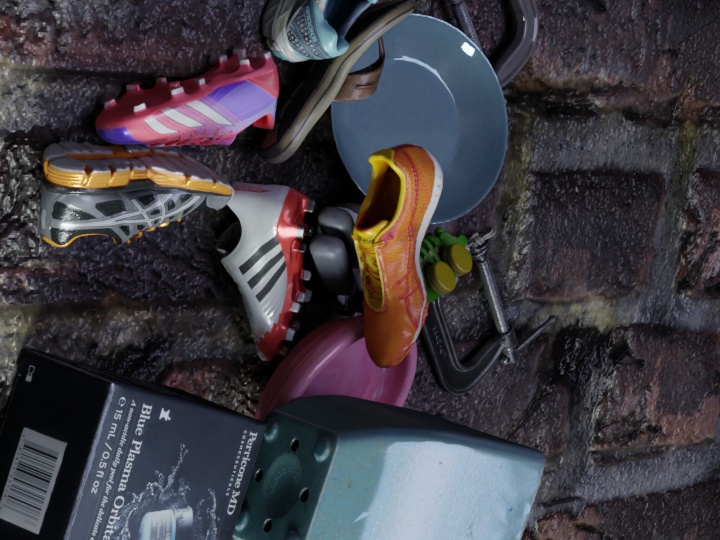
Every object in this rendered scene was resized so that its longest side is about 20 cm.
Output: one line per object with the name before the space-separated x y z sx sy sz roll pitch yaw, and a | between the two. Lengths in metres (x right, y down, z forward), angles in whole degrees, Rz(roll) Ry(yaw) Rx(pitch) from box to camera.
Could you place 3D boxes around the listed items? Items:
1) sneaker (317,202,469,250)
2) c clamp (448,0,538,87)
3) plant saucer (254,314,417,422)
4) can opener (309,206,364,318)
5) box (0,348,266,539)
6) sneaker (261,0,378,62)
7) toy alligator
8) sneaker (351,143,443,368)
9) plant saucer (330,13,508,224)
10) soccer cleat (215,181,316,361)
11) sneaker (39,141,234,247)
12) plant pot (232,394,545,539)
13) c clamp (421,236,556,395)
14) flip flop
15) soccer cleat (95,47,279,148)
sneaker | 0.026 -0.051 1.820 0.199 0.077 0.083 13 64 -51
c clamp | 0.125 -0.244 1.881 0.171 0.027 0.201 -45 132 -31
plant saucer | -0.031 0.122 1.766 0.200 0.051 0.202 -36 145 -30
can opener | 0.000 0.000 1.732 0.200 0.066 0.054 72 33 -70
box | -0.205 0.189 1.569 0.199 0.117 0.198 21 85 -51
sneaker | -0.008 -0.274 1.681 0.077 0.086 0.201 32 77 -49
toy alligator | 0.071 -0.013 1.768 0.054 0.059 0.200 54 36 -8
sneaker | 0.019 -0.013 1.662 0.077 0.073 0.202 -4 103 -41
plant saucer | 0.050 -0.142 1.793 0.200 0.039 0.203 4 82 -30
soccer cleat | -0.089 0.000 1.690 0.201 0.084 0.069 97 12 -45
sneaker | -0.189 -0.061 1.553 0.199 0.078 0.078 0 115 -46
plant pot | 0.004 0.209 1.642 0.199 0.195 0.198 22 85 -35
c clamp | 0.124 0.039 1.982 0.171 0.027 0.201 -47 134 -24
flip flop | -0.019 -0.168 1.698 0.058 0.081 0.201 44 72 -24
soccer cleat | -0.140 -0.131 1.588 0.199 0.066 0.077 -29 120 -45
